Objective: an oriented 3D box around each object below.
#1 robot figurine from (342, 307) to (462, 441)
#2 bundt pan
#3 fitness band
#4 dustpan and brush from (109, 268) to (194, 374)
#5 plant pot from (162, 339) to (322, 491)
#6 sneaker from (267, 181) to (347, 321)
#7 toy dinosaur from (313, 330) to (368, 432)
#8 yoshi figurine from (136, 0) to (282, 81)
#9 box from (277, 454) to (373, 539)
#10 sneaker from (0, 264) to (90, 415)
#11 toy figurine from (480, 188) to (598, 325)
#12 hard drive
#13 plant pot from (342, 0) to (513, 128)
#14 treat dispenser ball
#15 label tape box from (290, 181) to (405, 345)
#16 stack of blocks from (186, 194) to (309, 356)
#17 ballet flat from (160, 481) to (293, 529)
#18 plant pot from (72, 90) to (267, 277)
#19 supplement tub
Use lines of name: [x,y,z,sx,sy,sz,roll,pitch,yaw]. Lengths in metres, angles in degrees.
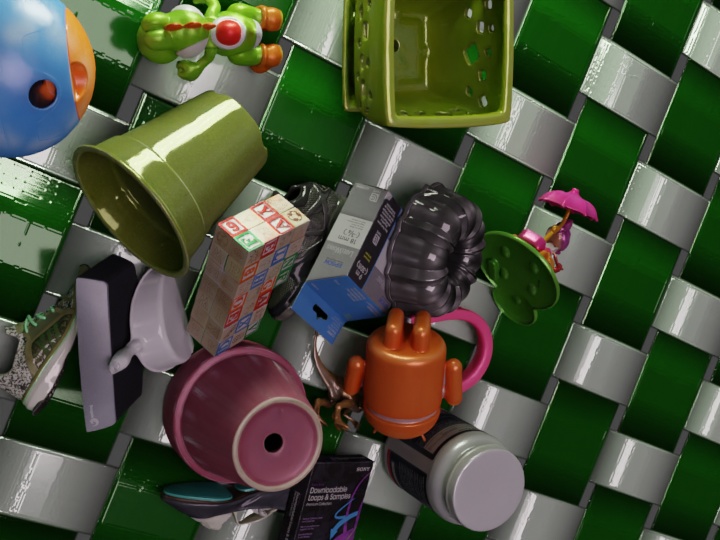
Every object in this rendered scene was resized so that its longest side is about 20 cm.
robot figurine: [0.060,0.154,1.552,0.144,0.117,0.200,-14,120,-30]
bundt pan: [0.118,-0.022,1.570,0.202,0.076,0.202,-35,134,-48]
fitness band: [0.113,0.127,1.673,0.200,0.037,0.144,-9,104,-25]
dustpan and brush: [-0.272,0.084,1.396,0.057,0.200,0.140,-11,108,6]
plant pot: [-0.145,0.208,1.472,0.200,0.179,0.200,-6,104,-27]
sneaker: [-0.101,-0.035,1.508,0.114,0.076,0.200,28,83,-27]
toy dinosaur: [-0.036,0.176,1.604,0.200,0.060,0.106,45,52,-30]
yoshi figurine: [-0.204,-0.302,1.404,0.200,0.112,0.112,-6,144,-41]
box: [-0.057,0.370,1.605,0.143,0.036,0.200,10,94,-51]
sneaker: [-0.401,0.077,1.378,0.089,0.077,0.200,24,80,-9]
toy figurine: [0.292,-0.037,1.692,0.184,0.150,0.200,-44,149,-26]
hard drive: [-0.316,0.090,1.385,0.042,0.135,0.200,2,105,8]
plant pot: [0.078,-0.300,1.487,0.199,0.181,0.200,-5,103,-26]
treat dispenser ball: [-0.403,-0.228,1.235,0.201,0.201,0.201,-6,103,-27]
label tape box: [0.000,0.000,1.523,0.200,0.063,0.144,-64,148,-14]
stack of blocks: [-0.149,0.008,1.429,0.115,0.059,0.200,-31,154,-44]
ballet flat: [-0.184,0.330,1.540,0.200,0.073,0.073,-3,101,-30]
plant pot: [-0.224,-0.128,1.375,0.190,0.200,0.200,-45,117,-27]
supplement tub: [0.137,0.293,1.624,0.140,0.200,0.141,-6,103,-27]
